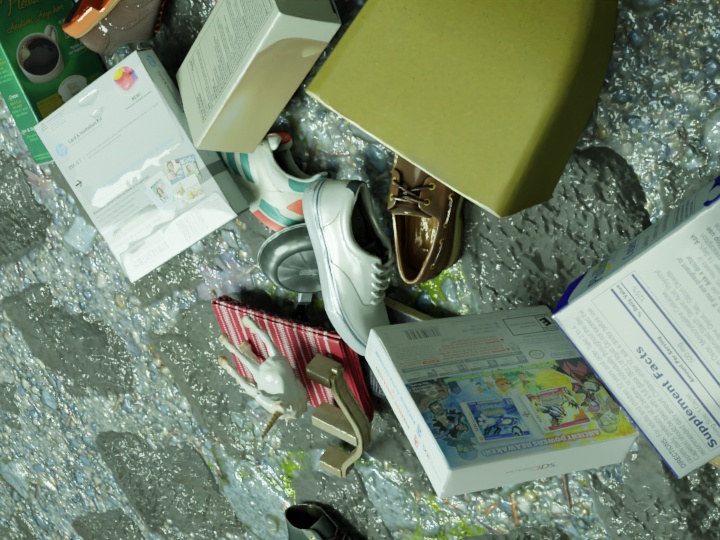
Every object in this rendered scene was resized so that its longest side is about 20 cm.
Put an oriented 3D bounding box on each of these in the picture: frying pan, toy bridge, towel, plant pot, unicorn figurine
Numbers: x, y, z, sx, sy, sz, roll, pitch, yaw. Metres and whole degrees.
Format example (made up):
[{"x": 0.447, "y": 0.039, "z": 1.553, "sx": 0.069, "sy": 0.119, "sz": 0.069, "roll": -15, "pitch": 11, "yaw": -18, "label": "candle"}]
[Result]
[{"x": -0.073, "y": 0.011, "z": 1.297, "sx": 0.115, "sy": 0.031, "sz": 0.190, "roll": 15, "pitch": 137, "yaw": -27, "label": "frying pan"}, {"x": -0.022, "y": 0.176, "z": 1.351, "sx": 0.067, "sy": 0.027, "sz": 0.200, "roll": 24, "pitch": 143, "yaw": 24, "label": "toy bridge"}, {"x": -0.078, "y": 0.104, "z": 1.383, "sx": 0.199, "sy": 0.022, "sz": 0.145, "roll": 15, "pitch": 138, "yaw": 33, "label": "towel"}, {"x": 0.111, "y": -0.185, "z": 0.984, "sx": 0.195, "sy": 0.194, "sz": 0.200, "roll": 35, "pitch": 108, "yaw": 13, "label": "plant pot"}, {"x": -0.104, "y": 0.123, "z": 1.318, "sx": 0.137, "sy": 0.074, "sz": 0.200, "roll": 47, "pitch": 178, "yaw": 16, "label": "unicorn figurine"}]

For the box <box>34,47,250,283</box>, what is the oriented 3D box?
[{"x": -0.235, "y": -0.110, "z": 1.256, "sx": 0.156, "sy": 0.041, "sz": 0.200, "roll": -31, "pitch": 95, "yaw": 22, "label": "box"}]

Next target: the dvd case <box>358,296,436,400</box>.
[{"x": 0.066, "y": 0.104, "z": 1.297, "sx": 0.199, "sy": 0.016, "sz": 0.149, "roll": 23, "pitch": 136, "yaw": 21, "label": "dvd case"}]

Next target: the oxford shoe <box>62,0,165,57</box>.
[{"x": -0.229, "y": -0.292, "z": 1.249, "sx": 0.200, "sy": 0.071, "sz": 0.072, "roll": -22, "pitch": 132, "yaw": 38, "label": "oxford shoe"}]

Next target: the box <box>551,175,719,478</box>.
[{"x": 0.301, "y": 0.041, "z": 1.008, "sx": 0.200, "sy": 0.105, "sz": 0.184, "roll": -37, "pitch": 93, "yaw": 22, "label": "box"}]

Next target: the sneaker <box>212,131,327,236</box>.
[{"x": -0.119, "y": -0.125, "z": 1.272, "sx": 0.200, "sy": 0.070, "sz": 0.094, "roll": 38, "pitch": 115, "yaw": 12, "label": "sneaker"}]

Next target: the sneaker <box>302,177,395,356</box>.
[{"x": 0.000, "y": 0.000, "z": 1.205, "sx": 0.071, "sy": 0.073, "sz": 0.201, "roll": -2, "pitch": 117, "yaw": 37, "label": "sneaker"}]

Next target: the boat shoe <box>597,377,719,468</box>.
[{"x": 0.311, "y": 0.146, "z": 1.129, "sx": 0.200, "sy": 0.066, "sz": 0.074, "roll": 35, "pitch": 132, "yaw": 12, "label": "boat shoe"}]

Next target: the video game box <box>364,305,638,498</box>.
[{"x": 0.129, "y": 0.116, "z": 1.103, "sx": 0.182, "sy": 0.199, "sz": 0.047, "roll": -121, "pitch": 33, "yaw": -45, "label": "video game box"}]

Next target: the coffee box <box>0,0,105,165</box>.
[{"x": -0.355, "y": -0.235, "z": 1.322, "sx": 0.044, "sy": 0.123, "sz": 0.201, "roll": -7, "pitch": 114, "yaw": 40, "label": "coffee box"}]

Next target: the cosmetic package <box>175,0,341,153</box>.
[{"x": -0.106, "y": -0.217, "z": 1.164, "sx": 0.200, "sy": 0.071, "sz": 0.105, "roll": -47, "pitch": 51, "yaw": 44, "label": "cosmetic package"}]

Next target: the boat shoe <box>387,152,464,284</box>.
[{"x": 0.064, "y": -0.076, "z": 1.163, "sx": 0.072, "sy": 0.068, "sz": 0.201, "roll": 15, "pitch": 125, "yaw": 27, "label": "boat shoe"}]

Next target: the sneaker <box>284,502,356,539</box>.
[{"x": -0.017, "y": 0.369, "z": 1.488, "sx": 0.199, "sy": 0.075, "sz": 0.107, "roll": 10, "pitch": 125, "yaw": 31, "label": "sneaker"}]
